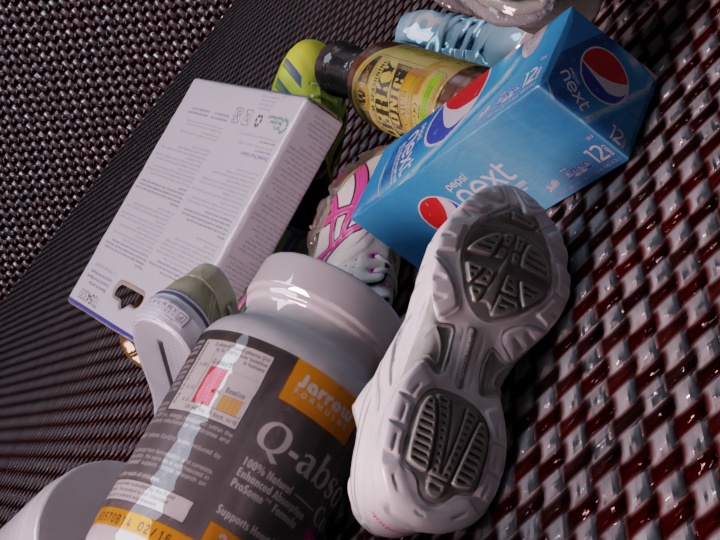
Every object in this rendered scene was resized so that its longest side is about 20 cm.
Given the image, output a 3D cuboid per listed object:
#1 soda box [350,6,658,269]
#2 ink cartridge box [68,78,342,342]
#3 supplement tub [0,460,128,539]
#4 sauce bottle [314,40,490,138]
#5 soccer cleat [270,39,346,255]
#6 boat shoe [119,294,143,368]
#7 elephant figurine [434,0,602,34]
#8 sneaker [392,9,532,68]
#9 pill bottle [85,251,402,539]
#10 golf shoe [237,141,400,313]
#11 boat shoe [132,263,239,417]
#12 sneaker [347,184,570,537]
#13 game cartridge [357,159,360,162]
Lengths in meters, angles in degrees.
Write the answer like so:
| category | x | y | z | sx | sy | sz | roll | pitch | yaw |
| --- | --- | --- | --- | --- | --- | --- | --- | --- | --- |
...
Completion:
| category | x | y | z | sx | sy | sz | roll | pitch | yaw |
| --- | --- | --- | --- | --- | --- | --- | --- | --- | --- |
| soda box | 0.079 | -0.069 | 0.854 | 0.200 | 0.068 | 0.064 | -33 | 26 | 53 |
| ink cartridge box | -0.115 | -0.038 | 1.048 | 0.196 | 0.043 | 0.201 | 21 | 82 | 59 |
| supplement tub | -0.197 | 0.222 | 0.950 | 0.200 | 0.132 | 0.132 | -42 | 20 | 39 |
| sauce bottle | 0.033 | -0.121 | 1.004 | 0.065 | 0.065 | 0.200 | -56 | 34 | -5 |
| soccer cleat | -0.037 | -0.091 | 1.083 | 0.084 | 0.064 | 0.202 | 136 | 148 | -58 |
| boat shoe | -0.108 | -0.004 | 1.131 | 0.200 | 0.073 | 0.065 | -44 | -4 | -11 |
| elephant figurine | 0.094 | -0.192 | 0.843 | 0.200 | 0.141 | 0.156 | -45 | 38 | 25 |
| sneaker | 0.064 | -0.153 | 1.047 | 0.074 | 0.082 | 0.200 | -61 | 17 | -21 |
| pill bottle | -0.059 | 0.098 | 0.824 | 0.201 | 0.116 | 0.116 | -61 | 17 | -22 |
| golf shoe | 0.000 | 0.000 | 0.977 | 0.092 | 0.073 | 0.201 | 19 | 64 | 39 |
| boat shoe | -0.094 | 0.083 | 0.932 | 0.062 | 0.072 | 0.201 | -44 | -32 | -34 |
| sneaker | 0.038 | 0.044 | 0.734 | 0.099 | 0.078 | 0.201 | -37 | 22 | 56 |
| game cartridge | -0.038 | 0.006 | 1.109 | 0.133 | 0.041 | 0.201 | -44 | 18 | 46 |
